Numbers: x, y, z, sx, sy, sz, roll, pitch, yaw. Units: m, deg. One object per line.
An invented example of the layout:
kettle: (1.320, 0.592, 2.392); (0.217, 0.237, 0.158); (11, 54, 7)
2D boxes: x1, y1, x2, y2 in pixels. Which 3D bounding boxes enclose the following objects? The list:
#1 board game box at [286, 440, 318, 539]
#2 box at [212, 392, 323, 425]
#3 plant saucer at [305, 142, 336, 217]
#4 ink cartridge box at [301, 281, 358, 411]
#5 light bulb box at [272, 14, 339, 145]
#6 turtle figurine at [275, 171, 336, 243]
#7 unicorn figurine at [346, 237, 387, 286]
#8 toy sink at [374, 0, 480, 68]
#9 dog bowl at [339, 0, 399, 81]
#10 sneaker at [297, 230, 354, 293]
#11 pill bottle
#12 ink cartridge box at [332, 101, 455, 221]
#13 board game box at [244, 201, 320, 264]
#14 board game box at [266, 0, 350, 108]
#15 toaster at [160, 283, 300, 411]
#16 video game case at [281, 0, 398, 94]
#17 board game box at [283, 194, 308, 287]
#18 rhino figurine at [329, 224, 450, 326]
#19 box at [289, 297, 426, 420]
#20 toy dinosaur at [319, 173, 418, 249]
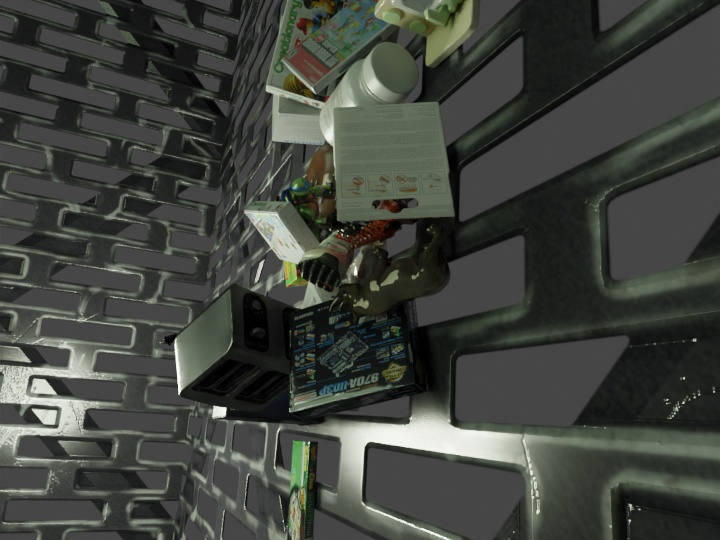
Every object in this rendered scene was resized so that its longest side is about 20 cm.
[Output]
board game box: (-0.114, 0.438, 1.122); (0.105, 0.023, 0.204); (149, 126, -64)
box: (-0.176, 0.197, 1.141); (0.123, 0.195, 0.204); (148, 127, -60)
plant saucer: (-0.091, -0.198, 1.304); (0.200, 0.036, 0.204); (-170, 90, -68)
ink cartridge box: (-0.047, 0.124, 1.004); (0.200, 0.086, 0.148); (-123, 47, -60)
light bulb box: (-0.119, -0.392, 1.216); (0.200, 0.122, 0.202); (164, 108, -78)
turtle figurine: (-0.062, -0.107, 1.149); (0.144, 0.198, 0.196); (41, 148, 32)
unicorn figurine: (0.000, 0.000, 0.978); (0.200, 0.073, 0.139); (-47, 28, 31)
toy sink: (0.097, -0.430, 0.847); (0.130, 0.110, 0.204); (161, 116, -65)
dog bowl: (0.010, -0.454, 1.135); (0.200, 0.058, 0.204); (-171, 90, -68)
sneaker: (-0.045, -0.026, 0.876); (0.095, 0.069, 0.200); (-63, 1, -11)
pill bottle: (0.014, -0.294, 0.989); (0.200, 0.112, 0.117); (148, 128, -61)
ink cartridge box: (0.042, -0.145, 0.804); (0.050, 0.158, 0.203); (89, 178, -63)
board game box: (-0.142, -0.069, 1.077); (0.035, 0.127, 0.199); (-42, 24, -17)
board game box: (-0.095, -0.423, 1.094); (0.035, 0.124, 0.204); (161, 122, -80)
toaster: (-0.198, 0.136, 0.952); (0.199, 0.180, 0.120); (-37, 48, 26)
video game case: (-0.033, -0.403, 1.009); (0.199, 0.017, 0.143); (-39, 48, -1)
board game box: (-0.146, -0.072, 1.311); (0.101, 0.047, 0.204); (150, 115, -67)
rhino figurine: (0.036, 0.017, 0.790); (0.198, 0.060, 0.089); (-25, 49, 22)
box: (-0.011, 0.114, 0.831); (0.197, 0.046, 0.161); (-18, 57, 21)
toy dinosaur: (0.018, -0.089, 0.837); (0.200, 0.133, 0.104); (-35, -39, -76)
